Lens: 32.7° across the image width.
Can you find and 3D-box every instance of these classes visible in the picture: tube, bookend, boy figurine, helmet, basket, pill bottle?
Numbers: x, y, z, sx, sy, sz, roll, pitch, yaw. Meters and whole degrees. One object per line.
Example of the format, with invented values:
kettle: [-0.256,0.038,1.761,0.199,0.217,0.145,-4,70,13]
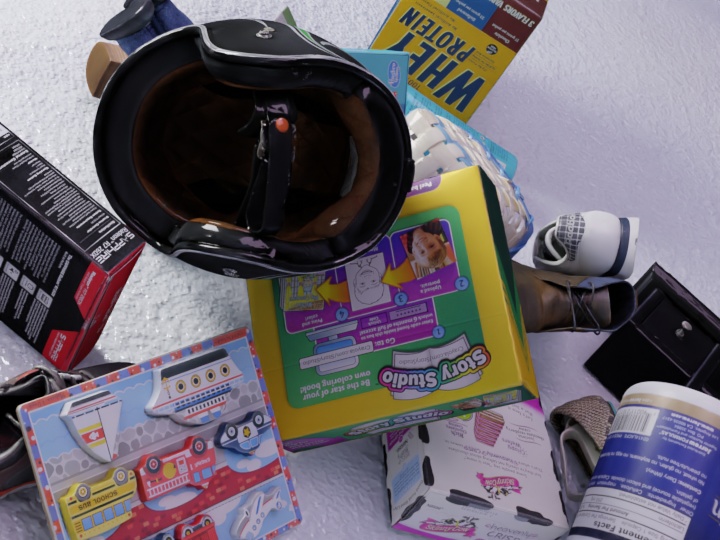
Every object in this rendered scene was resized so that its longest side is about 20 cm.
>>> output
tube: [0.074,-0.145,1.303,0.200,0.050,0.078,28,71,-21]
bookend: [0.299,0.119,1.179,0.200,0.092,0.199,44,38,11]
boy figurine: [-0.129,-0.144,1.027,0.200,0.064,0.124,51,49,-25]
helmet: [-0.079,-0.085,0.866,0.200,0.200,0.191,3,10,-37]
basket: [0.081,-0.057,1.175,0.176,0.139,0.200,56,13,27]
pill bottle: [0.228,0.198,0.959,0.116,0.116,0.200,29,72,-10]

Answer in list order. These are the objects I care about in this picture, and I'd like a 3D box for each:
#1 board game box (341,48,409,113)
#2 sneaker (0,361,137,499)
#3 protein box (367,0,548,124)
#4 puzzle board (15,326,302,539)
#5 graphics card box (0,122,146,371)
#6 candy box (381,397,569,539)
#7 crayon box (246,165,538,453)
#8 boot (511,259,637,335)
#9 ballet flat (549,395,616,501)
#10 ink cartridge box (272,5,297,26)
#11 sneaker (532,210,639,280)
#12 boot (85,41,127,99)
board game box: [-0.061,-0.108,1.008,0.200,0.151,0.047,-2,13,-28]
sneaker: [-0.202,0.098,0.813,0.077,0.082,0.200,48,39,15]
protein box: [0.107,-0.282,1.368,0.135,0.199,0.200,31,38,-6]
puzzle board: [-0.125,0.134,0.827,0.200,0.017,0.151,-18,95,-48]
graphics card box: [-0.256,-0.033,0.874,0.200,0.126,0.051,38,44,3]
candy box: [0.087,0.132,1.024,0.136,0.061,0.200,20,39,-23]
crayon box: [0.018,0.032,0.933,0.058,0.200,0.173,36,42,-65]
boot: [0.169,0.022,1.064,0.200,0.097,0.075,1,83,-62]
ballet flat: [0.217,0.195,1.068,0.075,0.068,0.200,-8,48,-17]
ink cartridge box: [-0.070,-0.169,1.180,0.200,0.048,0.146,-86,152,-71]
sneaker: [0.199,-0.014,1.181,0.080,0.200,0.077,7,72,-7]
boot: [-0.157,-0.118,1.102,0.155,0.077,0.200,12,37,-36]
